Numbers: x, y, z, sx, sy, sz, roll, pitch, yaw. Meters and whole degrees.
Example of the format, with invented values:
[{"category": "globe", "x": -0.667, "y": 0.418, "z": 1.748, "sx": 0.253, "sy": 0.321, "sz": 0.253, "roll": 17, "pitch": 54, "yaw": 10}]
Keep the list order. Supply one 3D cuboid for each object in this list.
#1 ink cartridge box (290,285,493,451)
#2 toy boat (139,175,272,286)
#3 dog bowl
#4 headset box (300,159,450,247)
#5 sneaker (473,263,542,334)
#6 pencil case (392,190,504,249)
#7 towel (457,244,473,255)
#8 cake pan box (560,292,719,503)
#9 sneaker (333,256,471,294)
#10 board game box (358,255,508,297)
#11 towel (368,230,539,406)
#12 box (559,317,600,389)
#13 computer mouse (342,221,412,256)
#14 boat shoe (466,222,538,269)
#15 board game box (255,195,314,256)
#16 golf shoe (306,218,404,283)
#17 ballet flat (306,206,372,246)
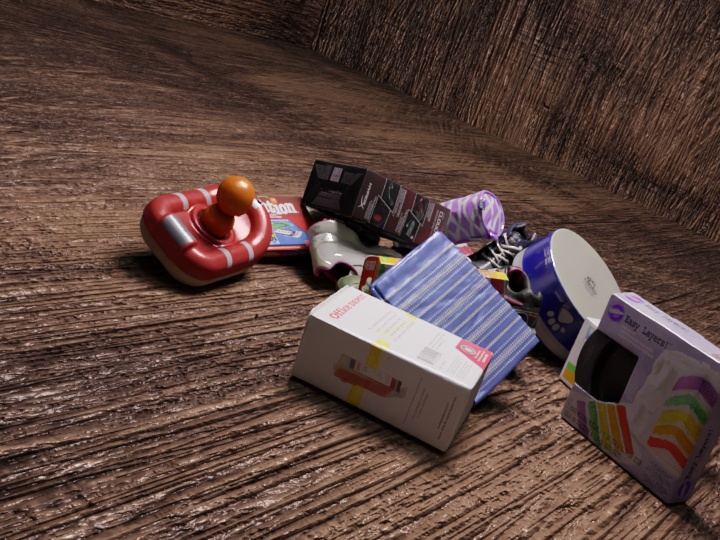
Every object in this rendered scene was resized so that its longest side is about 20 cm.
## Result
[{"category": "ink cartridge box", "x": 0.039, "y": 0.107, "z": 1.057, "sx": 0.198, "sy": 0.084, "sz": 0.145, "roll": 25, "pitch": 18, "yaw": 13}, {"category": "toy boat", "x": -0.184, "y": -0.070, "z": 1.198, "sx": 0.131, "sy": 0.131, "sz": 0.199, "roll": 49, "pitch": 27, "yaw": 9}, {"category": "dog bowl", "x": 0.328, "y": 0.039, "z": 1.422, "sx": 0.199, "sy": 0.078, "sz": 0.202, "roll": 31, "pitch": 41, "yaw": -32}, {"category": "headset box", "x": 0.031, "y": -0.096, "z": 1.416, "sx": 0.198, "sy": 0.076, "sz": 0.148, "roll": 21, "pitch": -2, "yaw": -38}, {"category": "sneaker", "x": 0.205, "y": 0.027, "z": 1.319, "sx": 0.079, "sy": 0.087, "sz": 0.200, "roll": 10, "pitch": 21, "yaw": -33}, {"category": "pencil case", "x": 0.144, "y": -0.068, "z": 1.503, "sx": 0.198, "sy": 0.087, "sz": 0.083, "roll": -16, "pitch": -23, "yaw": 39}, {"category": "towel", "x": 0.140, "y": -0.069, "z": 1.776, "sx": 0.142, "sy": 0.023, "sz": 0.200, "roll": 15, "pitch": 19, "yaw": -14}, {"category": "cake pan box", "x": 0.352, "y": 0.149, "z": 1.120, "sx": 0.052, "sy": 0.186, "sz": 0.200, "roll": 6, "pitch": 24, "yaw": -37}, {"category": "sneaker", "x": 0.065, "y": 0.009, "z": 1.262, "sx": 0.197, "sy": 0.091, "sz": 0.067, "roll": 5, "pitch": 34, "yaw": -15}, {"category": "board game box", "x": 0.093, "y": 0.038, "z": 1.222, "sx": 0.197, "sy": 0.097, "sz": 0.030, "roll": 8, "pitch": 24, "yaw": -11}, {"category": "towel", "x": 0.119, "y": 0.058, "z": 1.163, "sx": 0.144, "sy": 0.024, "sz": 0.200, "roll": -38, "pitch": 82, "yaw": -30}, {"category": "box", "x": 0.386, "y": 0.161, "z": 1.255, "sx": 0.111, "sy": 0.103, "sz": 0.200, "roll": 10, "pitch": 21, "yaw": -29}, {"category": "computer mouse", "x": 0.036, "y": -0.039, "z": 1.441, "sx": 0.058, "sy": 0.035, "sz": 0.199, "roll": -6, "pitch": -25, "yaw": 35}, {"category": "boat shoe", "x": 0.217, "y": -0.023, "z": 1.473, "sx": 0.075, "sy": 0.093, "sz": 0.199, "roll": 43, "pitch": 33, "yaw": 12}, {"category": "board game box", "x": -0.152, "y": -0.067, "z": 1.350, "sx": 0.198, "sy": 0.019, "sz": 0.104, "roll": -3, "pitch": 56, "yaw": -40}, {"category": "golf shoe", "x": 0.000, "y": 0.000, "z": 1.372, "sx": 0.198, "sy": 0.075, "sz": 0.093, "roll": 24, "pitch": 51, "yaw": -30}, {"category": "ballet flat", "x": -0.049, "y": -0.054, "z": 1.474, "sx": 0.198, "sy": 0.068, "sz": 0.073, "roll": 12, "pitch": 32, "yaw": -39}]
